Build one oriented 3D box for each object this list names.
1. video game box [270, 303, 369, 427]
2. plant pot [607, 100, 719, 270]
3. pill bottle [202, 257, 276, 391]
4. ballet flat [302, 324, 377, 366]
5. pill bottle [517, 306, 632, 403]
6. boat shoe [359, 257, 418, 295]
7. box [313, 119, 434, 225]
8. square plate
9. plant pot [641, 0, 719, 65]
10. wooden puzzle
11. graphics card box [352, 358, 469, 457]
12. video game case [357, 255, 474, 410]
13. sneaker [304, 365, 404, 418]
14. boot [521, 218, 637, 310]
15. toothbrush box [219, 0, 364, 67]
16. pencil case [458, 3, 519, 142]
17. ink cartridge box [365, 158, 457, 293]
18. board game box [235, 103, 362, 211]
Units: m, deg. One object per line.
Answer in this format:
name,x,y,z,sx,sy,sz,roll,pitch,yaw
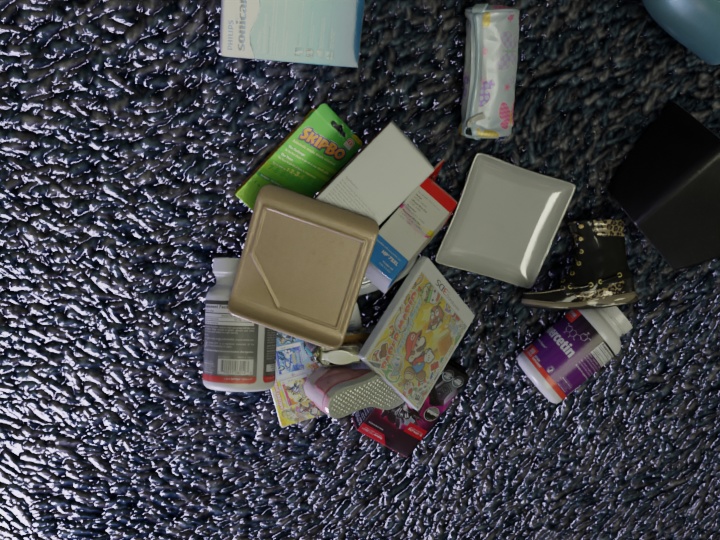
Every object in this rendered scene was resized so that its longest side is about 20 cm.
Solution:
video game box,-0.077,0.159,1.299,0.180,0.047,0.203,-15,114,-9
plant pot,0.540,-0.123,1.244,0.177,0.201,0.199,-41,115,18
pill bottle,-0.188,0.084,1.176,0.114,0.116,0.204,3,87,-13
ballet flat,0.005,0.131,1.246,0.197,0.072,0.073,-3,113,-15
pill bottle,0.392,0.140,1.356,0.200,0.113,0.112,-42,114,6
boat shoe,0.000,0.000,1.233,0.198,0.074,0.068,-25,108,-7
box,0.009,-0.124,1.140,0.200,0.124,0.098,-44,97,10
square plate,0.246,-0.084,1.278,0.197,0.029,0.201,15,109,-17
plant pot,0.515,-0.436,1.105,0.159,0.201,0.202,25,105,-8
wooden puzzle,-0.085,-0.005,1.097,0.182,0.037,0.203,19,101,1
graphics card box,0.091,0.234,1.364,0.125,0.051,0.201,33,101,-21
video game case,0.100,0.108,1.255,0.201,0.023,0.182,-56,131,-15
sneaker,-0.008,0.193,1.271,0.198,0.104,0.077,-5,106,-41
boot,0.376,-0.009,1.295,0.197,0.073,0.153,-4,87,8
toothbrush box,-0.098,-0.374,1.051,0.197,0.085,0.149,0,113,-13
pencil case,0.195,-0.304,1.145,0.090,0.083,0.203,-13,115,-31
ink cartridge box,0.083,-0.068,1.167,0.067,0.116,0.200,40,79,5
board game box,-0.096,-0.162,1.172,0.200,0.030,0.095,-43,115,10
